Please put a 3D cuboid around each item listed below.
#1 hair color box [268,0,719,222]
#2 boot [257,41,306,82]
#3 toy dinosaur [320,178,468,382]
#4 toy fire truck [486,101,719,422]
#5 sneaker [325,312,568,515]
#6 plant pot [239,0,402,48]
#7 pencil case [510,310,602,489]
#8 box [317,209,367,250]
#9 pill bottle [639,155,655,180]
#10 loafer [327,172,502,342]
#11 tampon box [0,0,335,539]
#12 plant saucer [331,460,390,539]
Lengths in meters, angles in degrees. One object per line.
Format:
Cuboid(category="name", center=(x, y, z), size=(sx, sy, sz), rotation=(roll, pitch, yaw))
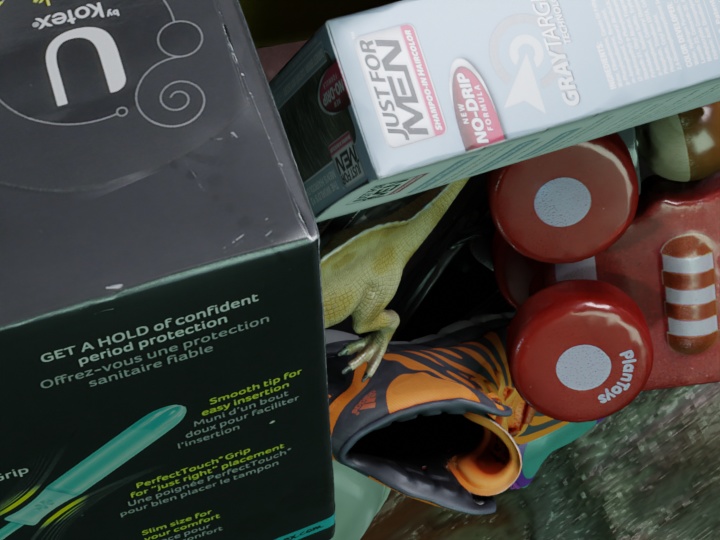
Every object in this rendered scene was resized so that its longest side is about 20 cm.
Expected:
Cuboid(category="hair color box", center=(0.073, -0.079, 0.678), size=(0.199, 0.061, 0.099), rotation=(-18, 177, -18))
Cuboid(category="boot", center=(-0.013, -0.159, 0.745), size=(0.167, 0.072, 0.200), rotation=(-49, 138, 9))
Cuboid(category="toy dinosaur", center=(0.000, 0.000, 0.747), size=(0.199, 0.058, 0.101), rotation=(-35, 165, -20))
Cuboid(category="toy fire truck", center=(0.141, -0.030, 0.813), size=(0.166, 0.112, 0.201), rotation=(-8, 120, 3))
Cuboid(category="sneaker", center=(0.057, 0.074, 0.855), size=(0.199, 0.112, 0.078), rotation=(-5, 110, -34))
Cuboid(category="plant pot", center=(-0.085, -0.157, 0.634), size=(0.199, 0.200, 0.143), rotation=(-6, 91, -28))
Cuboid(category="pencil case", center=(0.143, 0.034, 0.990), size=(0.199, 0.085, 0.093), rotation=(-35, 139, -2))
Cuboid(category="box", center=(-0.081, 0.004, 0.773), size=(0.200, 0.050, 0.157), rotation=(-49, 164, 33))
Cuboid(category="pill bottle", center=(0.171, -0.137, 0.850), size=(0.112, 0.113, 0.201), rotation=(-18, 133, -18))
Cuboid(category="loafer", center=(0.053, 0.003, 0.924), size=(0.200, 0.063, 0.072), rotation=(-42, 135, 5))
Cuboid(category="tampon box", center=(-0.095, 0.012, 0.552), size=(0.149, 0.127, 0.201), rotation=(-16, 150, -9))
Cuboid(category="plant saucer", center=(-0.074, 0.143, 0.924), size=(0.198, 0.051, 0.201), rotation=(-13, 149, -8))
